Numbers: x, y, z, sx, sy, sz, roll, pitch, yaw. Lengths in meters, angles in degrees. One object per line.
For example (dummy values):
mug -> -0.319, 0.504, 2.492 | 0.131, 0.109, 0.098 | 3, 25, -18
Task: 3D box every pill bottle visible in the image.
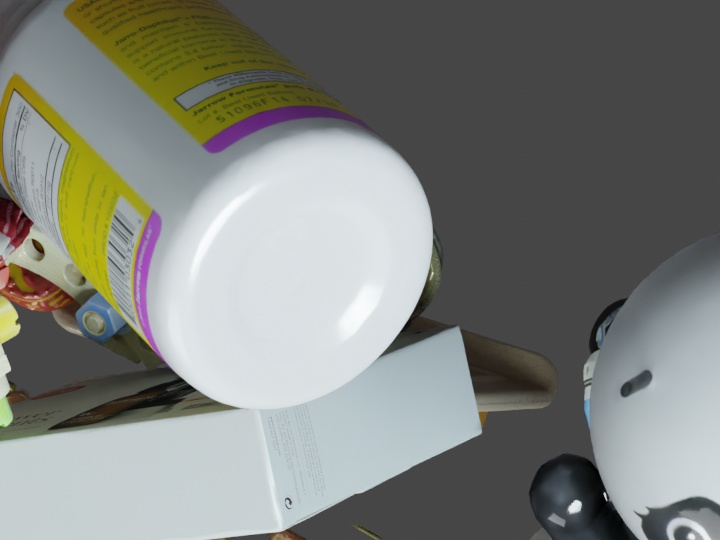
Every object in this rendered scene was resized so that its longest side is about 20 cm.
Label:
pill bottle -> -0.066, -0.041, 1.050 | 0.104, 0.104, 0.200 | 37, -176, -42

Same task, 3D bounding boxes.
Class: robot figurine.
robot figurine -> 0.149, 0.064, 0.971 | 0.125, 0.150, 0.200 | 37, 176, 31

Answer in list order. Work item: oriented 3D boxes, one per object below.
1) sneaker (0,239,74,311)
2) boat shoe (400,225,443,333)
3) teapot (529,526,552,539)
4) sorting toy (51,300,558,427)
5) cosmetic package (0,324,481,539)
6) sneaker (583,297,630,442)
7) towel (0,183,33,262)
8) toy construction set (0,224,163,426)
sneaker -> -0.156, -0.052, 1.331 | 0.077, 0.073, 0.200 | 37, -164, -46
boat shoe -> 0.000, 0.000, 1.231 | 0.065, 0.073, 0.200 | 27, 175, 9
teapot -> 0.201, 0.180, 1.393 | 0.200, 0.197, 0.146 | 57, -164, -27
sorting toy -> -0.022, 0.039, 1.359 | 0.185, 0.037, 0.200 | 17, -171, 19
cosmetic package -> -0.076, 0.070, 1.183 | 0.200, 0.052, 0.151 | -9, -176, 32
sneaker -> 0.115, 0.036, 1.118 | 0.072, 0.072, 0.200 | 47, 167, 10
towel -> -0.165, -0.075, 1.125 | 0.144, 0.023, 0.200 | 52, -169, -8
toy construction set -> -0.153, 0.014, 1.168 | 0.131, 0.092, 0.200 | -8, -172, 33
